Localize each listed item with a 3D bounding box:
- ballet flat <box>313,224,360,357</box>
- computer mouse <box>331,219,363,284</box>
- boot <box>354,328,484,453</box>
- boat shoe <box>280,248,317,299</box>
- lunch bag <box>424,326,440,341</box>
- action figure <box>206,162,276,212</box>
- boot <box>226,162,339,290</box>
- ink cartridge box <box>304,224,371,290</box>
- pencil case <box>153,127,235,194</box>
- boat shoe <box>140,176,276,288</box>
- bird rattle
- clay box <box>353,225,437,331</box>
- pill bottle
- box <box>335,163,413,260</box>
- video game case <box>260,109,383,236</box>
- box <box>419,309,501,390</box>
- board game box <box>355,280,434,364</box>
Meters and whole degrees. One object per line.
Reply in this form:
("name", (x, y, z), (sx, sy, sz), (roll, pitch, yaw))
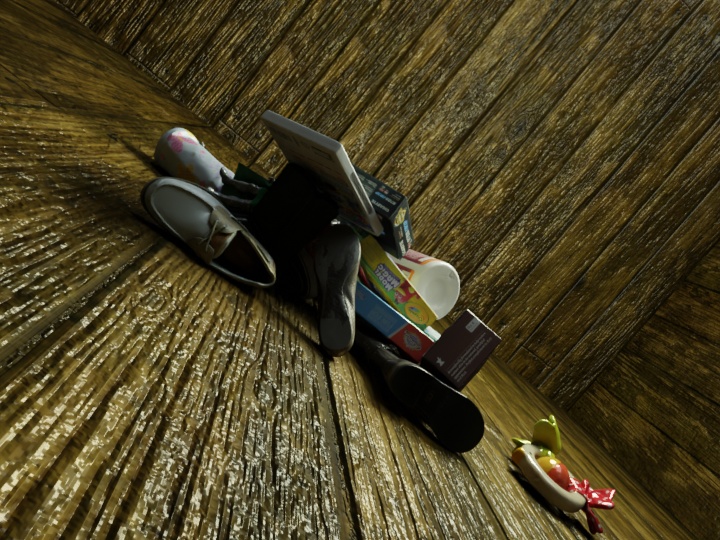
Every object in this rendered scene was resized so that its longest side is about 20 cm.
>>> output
("ballet flat", (-0.031, 0.027, 0.837), (0.046, 0.067, 0.200), (84, 4, -62))
("computer mouse", (0.000, 0.000, 1.089), (0.200, 0.044, 0.110), (64, 20, 9))
("boot", (0.080, 0.165, 0.871), (0.200, 0.069, 0.174), (45, -5, -19))
("boat shoe", (-0.141, -0.030, 0.971), (0.068, 0.072, 0.200), (-16, 63, -42))
("lunch bag", (0.122, 0.151, 1.154), (0.200, 0.077, 0.160), (38, 3, 25))
("action figure", (-0.144, -0.103, 0.933), (0.200, 0.118, 0.055), (21, -19, 18))
("boot", (-0.147, -0.089, 0.838), (0.200, 0.168, 0.076), (37, 3, -22))
("ink cartridge box", (-0.066, -0.042, 0.972), (0.200, 0.050, 0.109), (48, -11, 38))
("pencil case", (-0.276, -0.168, 1.054), (0.200, 0.083, 0.091), (43, 28, 20))
("boat shoe", (-0.181, -0.046, 0.750), (0.200, 0.075, 0.068), (37, 0, -34))
("bird rattle", (0.327, 0.356, 1.003), (0.163, 0.113, 0.200), (15, 35, -49))
("clay box", (0.038, 0.017, 0.990), (0.200, 0.048, 0.115), (50, -10, 1))
("pill bottle", (0.088, 0.016, 1.157), (0.114, 0.114, 0.200), (36, -6, -34))
("box", (-0.009, -0.112, 0.958), (0.200, 0.046, 0.159), (34, -13, 19))
("video game case", (-0.050, -0.134, 0.848), (0.143, 0.018, 0.200), (31, -15, 31))
("box", (0.147, 0.146, 0.932), (0.075, 0.100, 0.200), (41, -15, 18))
("board game box", (0.043, 0.099, 0.982), (0.153, 0.040, 0.200), (38, -10, 12))
